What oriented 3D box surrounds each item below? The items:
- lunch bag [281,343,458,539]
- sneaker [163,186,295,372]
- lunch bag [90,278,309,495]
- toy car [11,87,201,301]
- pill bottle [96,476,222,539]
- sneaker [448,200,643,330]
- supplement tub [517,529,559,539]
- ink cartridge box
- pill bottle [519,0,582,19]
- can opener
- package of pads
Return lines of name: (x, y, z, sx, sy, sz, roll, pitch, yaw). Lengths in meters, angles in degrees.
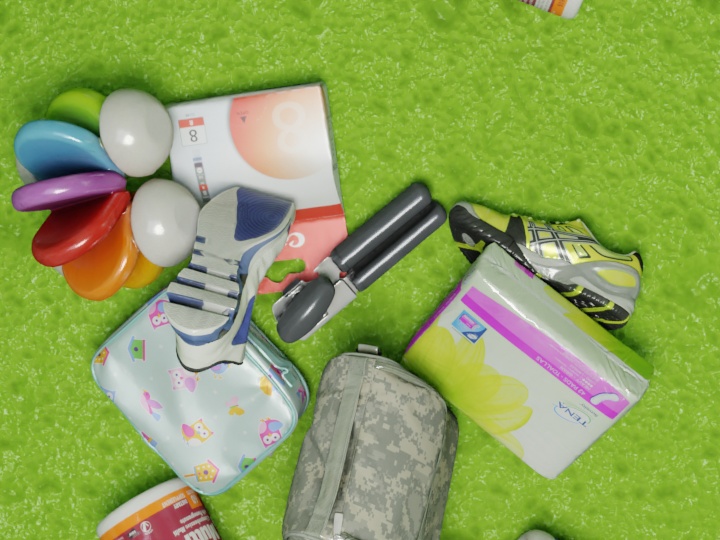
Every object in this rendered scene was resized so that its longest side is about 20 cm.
lunch bag: (0.003, 0.188, 1.354, 0.138, 0.168, 0.202, 6, 69, 22)
sneaker: (-0.131, 0.021, 1.359, 0.080, 0.200, 0.116, 19, 136, 8)
lunch bag: (-0.152, 0.111, 1.443, 0.160, 0.077, 0.200, -41, 94, 14)
toy car: (-0.260, -0.069, 1.368, 0.174, 0.150, 0.202, -11, 100, 35)
pill bottle: (-0.173, 0.317, 1.448, 0.109, 0.109, 0.201, -32, 80, 11)
sneaker: (0.178, -0.017, 1.397, 0.199, 0.076, 0.077, 29, 67, 8)
supplement tub: (0.218, 0.361, 1.414, 0.199, 0.145, 0.146, 30, 102, 1)
ink cartridge box: (-0.100, -0.074, 1.420, 0.160, 0.050, 0.202, -7, 97, 8)
pill bottle: (0.122, -0.315, 1.315, 0.198, 0.114, 0.115, 21, 102, 2)
can opener: (0.000, 0.000, 1.400, 0.200, 0.067, 0.053, -40, 116, 6)
package of pads: (0.154, 0.092, 1.384, 0.199, 0.068, 0.155, 38, 130, -1)
